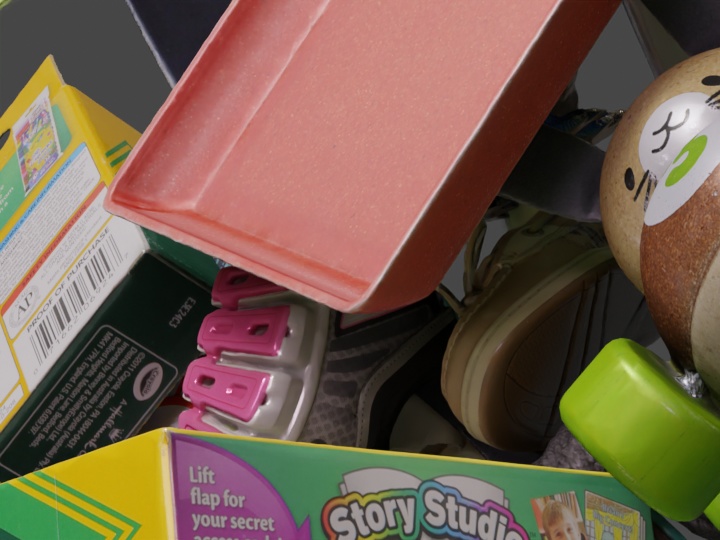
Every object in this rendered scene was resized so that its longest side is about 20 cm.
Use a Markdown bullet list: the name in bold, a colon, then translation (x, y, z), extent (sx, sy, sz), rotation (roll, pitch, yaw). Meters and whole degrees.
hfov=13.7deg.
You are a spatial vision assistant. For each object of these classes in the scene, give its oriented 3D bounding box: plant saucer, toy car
- **plant saucer**: translation (0.015, -0.079, 1.040), extent (0.201, 0.037, 0.199), rotation (-56, 31, -8)
- **toy car**: translation (0.117, -0.029, 0.953), extent (0.164, 0.158, 0.200), rotation (-50, 47, 8)

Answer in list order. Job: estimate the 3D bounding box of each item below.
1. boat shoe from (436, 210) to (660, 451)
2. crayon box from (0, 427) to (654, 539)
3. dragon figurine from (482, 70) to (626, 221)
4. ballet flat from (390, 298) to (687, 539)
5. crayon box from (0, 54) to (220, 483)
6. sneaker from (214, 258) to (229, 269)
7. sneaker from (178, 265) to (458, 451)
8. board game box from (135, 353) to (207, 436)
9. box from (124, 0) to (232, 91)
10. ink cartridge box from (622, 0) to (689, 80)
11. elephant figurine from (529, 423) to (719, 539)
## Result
- **boat shoe**: translation (0.072, 0.009, 1.104), extent (0.062, 0.074, 0.200), rotation (22, 25, 20)
- **crayon box**: translation (-0.033, 0.101, 0.946), extent (0.172, 0.199, 0.059), rotation (-19, 69, 46)
- **dragon figurine**: translation (0.035, -0.072, 1.168), extent (0.200, 0.059, 0.100), rotation (-39, 76, 21)
- **ballet flat**: translation (0.049, 0.074, 1.124), extent (0.073, 0.073, 0.200), rotation (-39, 47, -4)
- **crayon box**: translation (-0.127, 0.008, 1.222), extent (0.126, 0.051, 0.200), rotation (-51, 29, 11)
- **sneaker**: translation (0.011, -0.034, 1.240), extent (0.199, 0.078, 0.087), rotation (-32, 53, 15)
- **sneaker**: translation (0.000, 0.000, 1.104), extent (0.074, 0.087, 0.201), rotation (-12, 53, 48)
- **board game box**: translation (-0.087, 0.127, 1.145), extent (0.151, 0.046, 0.201), rotation (-13, 46, 45)
- **box**: translation (-0.009, -0.181, 1.272), extent (0.199, 0.118, 0.197), rotation (-26, 11, 8)
- **ink cartridge box**: translation (0.159, -0.104, 1.114), extent (0.115, 0.200, 0.067), rotation (-22, 90, 6)
- **elephant figurine**: translation (0.160, 0.047, 1.043), extent (0.155, 0.141, 0.201), rotation (-14, 42, 48)
